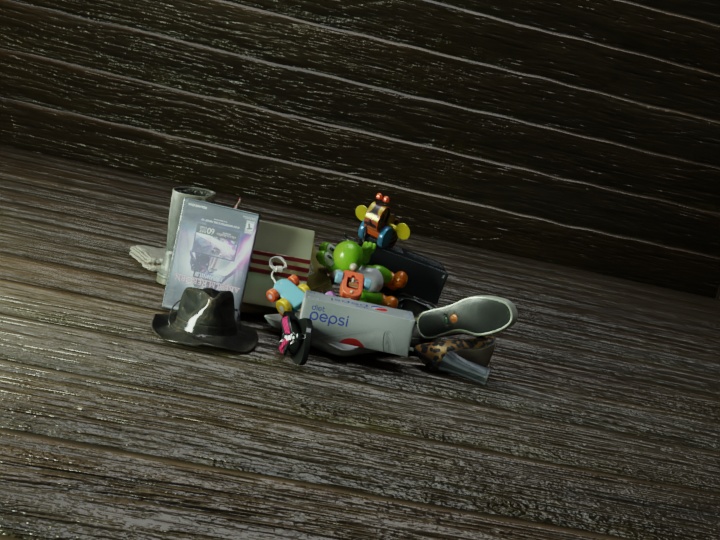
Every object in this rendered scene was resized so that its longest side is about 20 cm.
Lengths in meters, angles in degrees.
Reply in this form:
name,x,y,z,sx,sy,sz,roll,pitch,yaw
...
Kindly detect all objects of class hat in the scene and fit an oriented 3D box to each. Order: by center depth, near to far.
name,x,y,z,sx,sy,sz,roll,pitch,yaw
hat,-0.251,0.068,1.346,0.198,0.082,0.201,14,9,-2

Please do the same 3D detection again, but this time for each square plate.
name,x,y,z,sx,sy,sz,roll,pitch,yaw
square plate,-0.046,0.118,1.495,0.198,0.029,0.197,20,11,36

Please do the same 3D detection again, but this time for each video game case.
name,x,y,z,sx,sy,sz,roll,pitch,yaw
video game case,-0.269,-0.017,1.456,0.141,0.203,0.019,13,2,3

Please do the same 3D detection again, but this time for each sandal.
name,x,y,z,sx,sy,sz,roll,pitch,yaw
sandal,-0.119,0.107,1.336,0.044,0.076,0.200,11,2,-19

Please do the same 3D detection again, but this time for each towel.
name,x,y,z,sx,sy,sz,roll,pitch,yaw
towel,-0.405,-0.018,1.806,0.198,0.035,0.132,8,12,-35

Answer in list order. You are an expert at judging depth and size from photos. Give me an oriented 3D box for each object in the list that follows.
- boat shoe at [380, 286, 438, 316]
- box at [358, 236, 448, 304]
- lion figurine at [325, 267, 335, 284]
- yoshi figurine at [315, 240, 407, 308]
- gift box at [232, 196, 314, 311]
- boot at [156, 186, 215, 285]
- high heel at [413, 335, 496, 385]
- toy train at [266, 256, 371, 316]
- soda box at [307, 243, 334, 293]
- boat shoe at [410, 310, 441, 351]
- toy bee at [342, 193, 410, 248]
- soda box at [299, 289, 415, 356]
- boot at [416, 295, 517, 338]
name,x,y,z,sx,sy,sz,roll,pitch,yaw
boat shoe,0.089,0.081,1.754,0.197,0.077,0.060,12,3,3
box,0.085,-0.005,1.796,0.197,0.080,0.141,20,7,-5
lion figurine,-0.123,0.016,1.788,0.198,0.073,0.122,-30,39,-17
yoshi figurine,0.006,0.003,1.608,0.199,0.112,0.113,30,26,-27
gift box,-0.208,-0.029,1.581,0.184,0.203,0.184,9,-6,-21
boot,-0.335,-0.069,1.674,0.072,0.203,0.181,19,11,33
high heel,0.178,0.140,1.514,0.141,0.072,0.200,20,19,7
toy train,-0.080,0.044,1.496,0.197,0.056,0.152,11,45,-11
soda box,-0.105,0.005,1.679,0.063,0.068,0.201,-22,37,-5
boat shoe,0.120,0.119,1.612,0.071,0.061,0.201,15,9,17
toy bee,0.047,-0.104,1.717,0.129,0.110,0.200,22,10,1
soda box,-0.008,0.092,1.404,0.197,0.069,0.063,13,10,-5
boot,0.224,0.086,1.534,0.198,0.074,0.143,-11,-5,35
